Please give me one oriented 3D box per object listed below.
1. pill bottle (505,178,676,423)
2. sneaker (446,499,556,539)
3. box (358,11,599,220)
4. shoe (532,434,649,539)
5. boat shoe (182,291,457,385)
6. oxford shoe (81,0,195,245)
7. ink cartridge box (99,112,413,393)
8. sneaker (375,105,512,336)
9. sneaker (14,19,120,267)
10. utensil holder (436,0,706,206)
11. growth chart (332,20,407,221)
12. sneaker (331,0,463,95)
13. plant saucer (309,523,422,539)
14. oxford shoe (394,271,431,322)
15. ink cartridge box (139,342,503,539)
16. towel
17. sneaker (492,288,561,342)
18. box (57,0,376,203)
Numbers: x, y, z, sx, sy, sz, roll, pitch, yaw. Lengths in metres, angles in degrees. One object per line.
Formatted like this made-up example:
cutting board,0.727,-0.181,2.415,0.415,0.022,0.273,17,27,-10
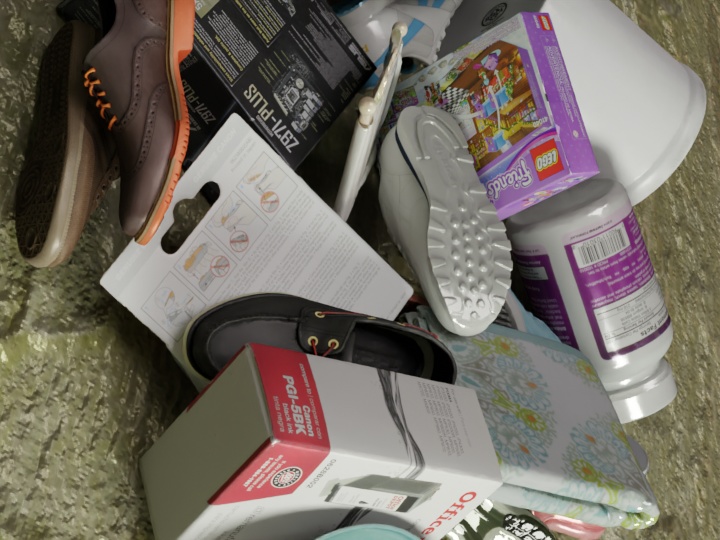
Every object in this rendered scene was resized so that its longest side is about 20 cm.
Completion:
pill bottle,0.209,0.029,1.584,0.112,0.112,0.200,-38,113,-50
sneaker,0.078,0.170,1.433,0.200,0.077,0.089,50,10,-14
box,0.092,-0.107,1.467,0.039,0.200,0.137,-6,76,-44
shoe,0.130,0.148,1.483,0.200,0.091,0.072,27,32,1
boat shoe,-0.026,0.058,1.263,0.201,0.063,0.074,9,91,-29
oxford shoe,-0.157,-0.112,1.219,0.072,0.071,0.200,10,63,-22
ink cartridge box,-0.076,0.012,1.293,0.200,0.057,0.163,43,71,-20
sneaker,0.060,-0.030,1.423,0.076,0.081,0.200,7,56,-30
sneaker,-0.185,-0.084,1.249,0.075,0.070,0.200,24,53,-30
utensil holder,0.184,-0.172,1.630,0.200,0.170,0.170,37,47,-26
growth chart,0.009,-0.117,1.405,0.018,0.145,0.200,16,29,2
sneaker,0.040,-0.216,1.575,0.200,0.076,0.081,-34,107,-45
plant saucer,-0.025,0.259,1.221,0.200,0.036,0.200,-14,114,-34
oxford shoe,0.000,0.000,1.415,0.200,0.070,0.075,25,49,-38
ink cartridge box,-0.026,0.137,1.229,0.200,0.147,0.083,14,43,-36
towel,0.123,0.115,1.386,0.200,0.048,0.171,16,37,-28
sneaker,0.128,0.061,1.531,0.200,0.074,0.082,62,30,-16
box,-0.104,-0.176,1.376,0.200,0.086,0.164,51,41,-16
